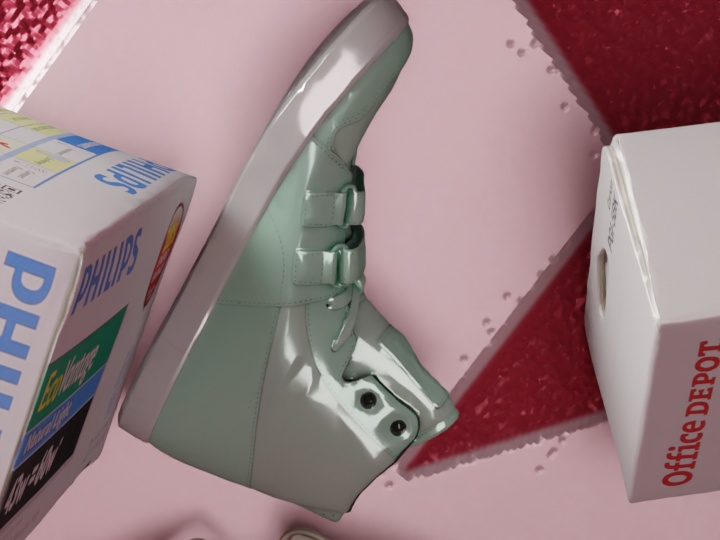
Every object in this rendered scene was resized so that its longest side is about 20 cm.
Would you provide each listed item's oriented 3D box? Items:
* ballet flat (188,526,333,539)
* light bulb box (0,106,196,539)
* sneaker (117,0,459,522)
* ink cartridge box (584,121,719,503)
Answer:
[{"bbox_3d":[-0.042,0.138,0.808,0.198,0.074,0.075,-10,102,-6],"label":"ballet flat"},{"bbox_3d":[-0.181,0.001,0.687,0.198,0.198,0.126,21,101,2],"label":"light bulb box"},{"bbox_3d":[0.000,0.000,0.775,0.117,0.074,0.202,27,108,-3],"label":"sneaker"},{"bbox_3d":[0.191,0.010,0.749,0.198,0.147,0.084,-8,58,-1],"label":"ink cartridge box"}]
